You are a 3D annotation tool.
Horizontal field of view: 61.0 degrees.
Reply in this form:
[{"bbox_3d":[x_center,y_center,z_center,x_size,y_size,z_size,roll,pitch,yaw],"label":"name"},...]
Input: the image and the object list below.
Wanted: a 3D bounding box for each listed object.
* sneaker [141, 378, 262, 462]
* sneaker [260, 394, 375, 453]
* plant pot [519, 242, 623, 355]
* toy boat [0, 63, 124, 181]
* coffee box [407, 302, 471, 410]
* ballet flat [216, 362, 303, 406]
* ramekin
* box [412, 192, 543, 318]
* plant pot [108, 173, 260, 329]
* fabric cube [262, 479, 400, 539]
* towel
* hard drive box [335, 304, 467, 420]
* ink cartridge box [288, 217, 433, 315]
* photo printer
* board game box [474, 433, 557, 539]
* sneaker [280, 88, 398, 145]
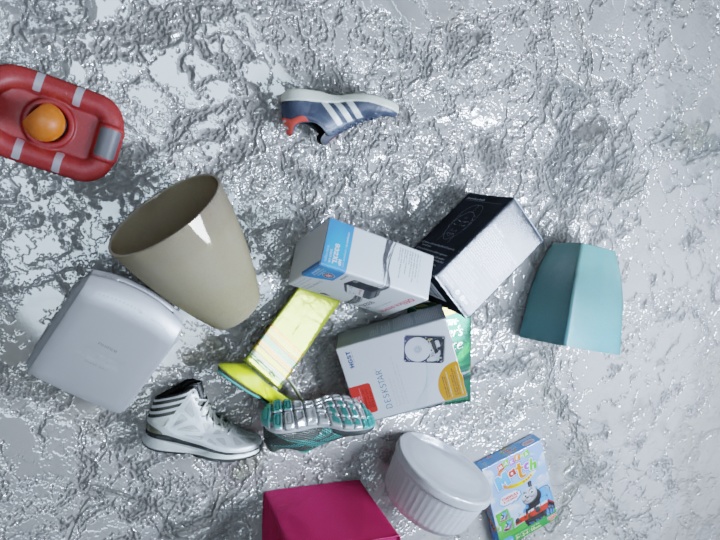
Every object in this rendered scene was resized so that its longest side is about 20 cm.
[{"bbox_3d":[-0.251,0.247,1.017,0.199,0.076,0.116,12,97,-20],"label":"sneaker"},{"bbox_3d":[-0.075,0.267,1.042,0.198,0.078,0.092,4,125,-15],"label":"sneaker"},{"bbox_3d":[0.429,0.051,1.213,0.140,0.141,0.202,12,88,-22],"label":"plant pot"},{"bbox_3d":[-0.432,-0.204,0.839,0.199,0.131,0.131,17,93,-23],"label":"toy boat"},{"bbox_3d":[0.151,0.159,1.172,0.122,0.044,0.202,-4,100,-20],"label":"coffee box"},{"bbox_3d":[-0.159,0.201,1.053,0.067,0.067,0.200,-51,119,-13],"label":"ballet flat"},{"bbox_3d":[0.138,0.399,1.134,0.201,0.202,0.095,23,103,-23],"label":"ramekin"},{"bbox_3d":[0.195,-0.033,1.100,0.200,0.148,0.107,-44,111,-8],"label":"box"},{"bbox_3d":[-0.242,-0.011,0.934,0.187,0.187,0.201,-37,123,-11],"label":"plant pot"},{"bbox_3d":[-0.059,0.514,1.071,0.195,0.199,0.202,0,99,-22],"label":"fabric cube"},{"bbox_3d":[-0.112,0.098,1.046,0.086,0.018,0.200,48,62,-26],"label":"towel"},{"bbox_3d":[0.073,0.168,1.091,0.199,0.077,0.157,-17,105,6],"label":"hard drive box"},{"bbox_3d":[0.000,0.000,1.022,0.199,0.145,0.084,19,68,-22],"label":"ink cartridge box"},{"bbox_3d":[-0.375,0.103,0.916,0.166,0.070,0.200,34,108,-23],"label":"photo printer"},{"bbox_3d":[0.333,0.470,1.300,0.150,0.037,0.201,-21,105,-16],"label":"board game box"},{"bbox_3d":[-0.034,-0.250,1.018,0.198,0.075,0.085,0,98,-11],"label":"sneaker"}]
